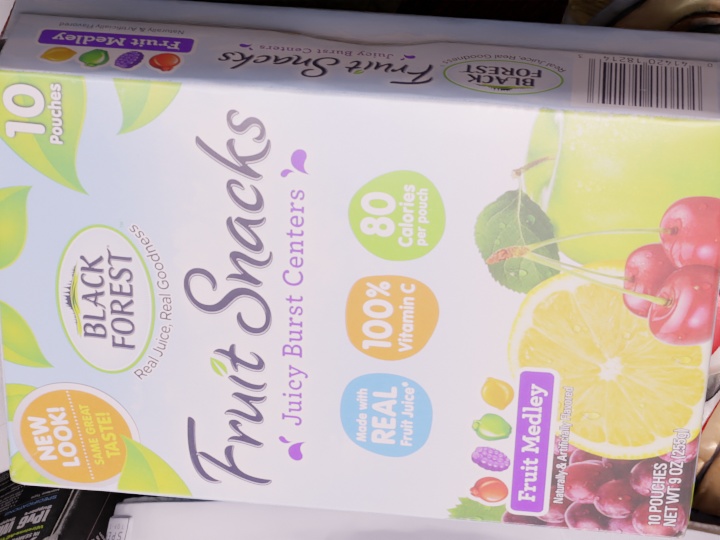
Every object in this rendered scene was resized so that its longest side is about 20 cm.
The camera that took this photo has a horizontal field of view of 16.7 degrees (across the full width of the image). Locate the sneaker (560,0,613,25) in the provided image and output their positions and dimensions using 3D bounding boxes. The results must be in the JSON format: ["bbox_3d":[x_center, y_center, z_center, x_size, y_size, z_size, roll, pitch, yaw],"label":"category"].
[{"bbox_3d":[0.141,-0.017,0.771,0.199,0.075,0.090,27,124,3],"label":"sneaker"}]

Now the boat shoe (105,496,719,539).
[{"bbox_3d":[0.022,0.101,0.744,0.199,0.072,0.062,2,86,-4],"label":"boat shoe"}]

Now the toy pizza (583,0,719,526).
[{"bbox_3d":[0.135,0.000,0.719,0.199,0.032,0.201,6,115,13],"label":"toy pizza"}]

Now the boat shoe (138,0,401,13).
[{"bbox_3d":[-0.080,-0.120,0.686,0.200,0.066,0.072,23,107,-25],"label":"boat shoe"}]

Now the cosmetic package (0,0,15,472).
[{"bbox_3d":[-0.107,-0.020,0.754,0.199,0.052,0.151,-20,115,-25],"label":"cosmetic package"}]

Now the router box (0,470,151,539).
[{"bbox_3d":[-0.056,0.138,0.828,0.062,0.150,0.200,-25,109,20],"label":"router box"}]

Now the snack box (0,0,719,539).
[{"bbox_3d":[0.000,0.000,0.688,0.199,0.053,0.143,5,123,4],"label":"snack box"}]
